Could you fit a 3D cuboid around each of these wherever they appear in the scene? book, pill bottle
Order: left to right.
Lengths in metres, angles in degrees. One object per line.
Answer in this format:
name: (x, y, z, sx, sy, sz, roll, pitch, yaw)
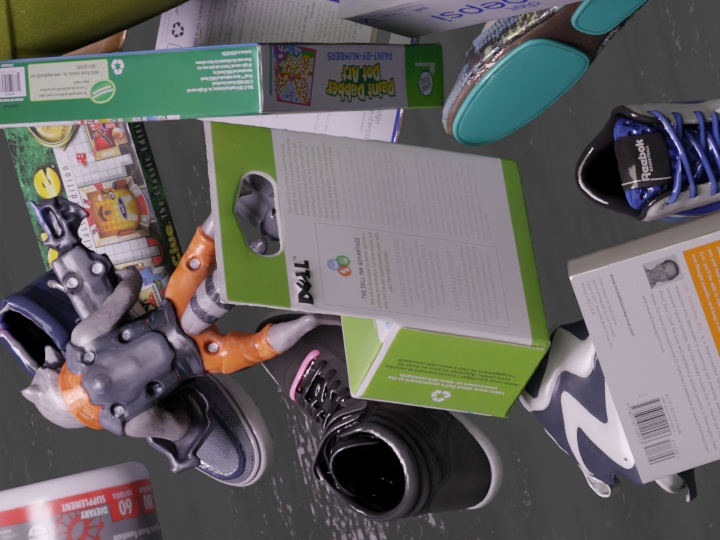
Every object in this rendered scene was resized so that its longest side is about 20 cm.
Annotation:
pill bottle: (-0.178, 0.236, 1.854, 0.116, 0.116, 0.200, -15, 87, 33)
book: (0.231, 0.028, 1.550, 0.200, 0.048, 0.134, -18, 106, 8)

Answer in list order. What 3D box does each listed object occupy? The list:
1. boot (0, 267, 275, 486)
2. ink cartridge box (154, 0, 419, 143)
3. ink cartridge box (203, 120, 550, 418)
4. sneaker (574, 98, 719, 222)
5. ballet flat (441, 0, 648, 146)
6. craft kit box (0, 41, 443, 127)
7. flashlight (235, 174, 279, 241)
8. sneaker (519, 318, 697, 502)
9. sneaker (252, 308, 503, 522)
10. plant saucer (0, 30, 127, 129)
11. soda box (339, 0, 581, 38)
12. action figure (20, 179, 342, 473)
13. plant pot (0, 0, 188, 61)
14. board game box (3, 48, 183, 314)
boot: (-0.152, 0.080, 1.820, 0.200, 0.090, 0.073, 41, 124, 10)
ink cartridge box: (-0.034, -0.178, 1.769, 0.200, 0.047, 0.198, 18, 102, 29)
ink cartridge box: (-0.001, -0.003, 1.637, 0.076, 0.200, 0.148, 116, 155, -46)
sneaker: (0.205, -0.063, 1.579, 0.199, 0.115, 0.081, -12, 89, 33)
ballet flat: (0.119, -0.156, 1.666, 0.200, 0.074, 0.074, -40, 73, 27)
craft kit box: (-0.084, -0.112, 1.664, 0.200, 0.197, 0.049, 0, 96, 34)
flashlight: (0.000, 0.000, 1.752, 0.200, 0.068, 0.068, 42, 134, 28)
sneaker: (0.186, 0.064, 1.625, 0.199, 0.079, 0.130, -34, 78, 30)
sneaker: (-0.010, 0.087, 1.742, 0.200, 0.099, 0.071, 36, 114, 26)
plant saucer: (-0.234, -0.197, 1.886, 0.200, 0.035, 0.201, 6, 104, 25)
soda box: (0.082, -0.186, 1.609, 0.200, 0.068, 0.064, -9, 77, 42)
action figure: (-0.136, 0.022, 1.732, 0.193, 0.105, 0.200, -38, 88, 8)
plant pot: (-0.176, -0.222, 1.701, 0.192, 0.200, 0.201, -11, 88, -10)
board game box: (-0.176, -0.041, 1.861, 0.105, 0.023, 0.200, -11, 99, 35)
